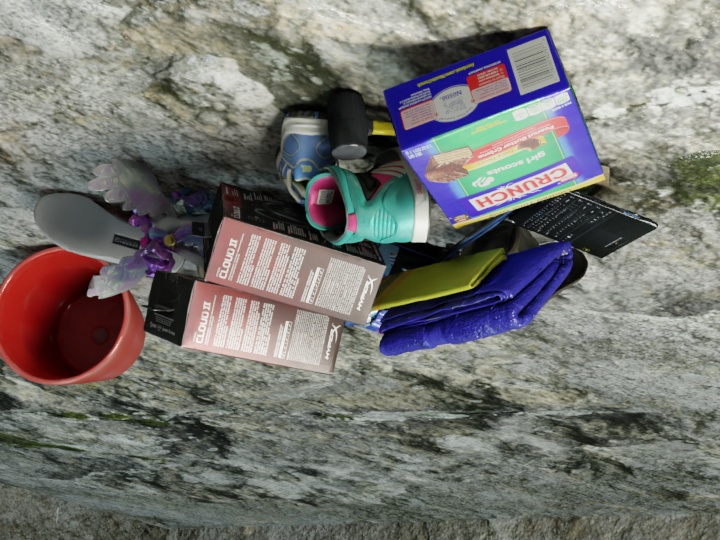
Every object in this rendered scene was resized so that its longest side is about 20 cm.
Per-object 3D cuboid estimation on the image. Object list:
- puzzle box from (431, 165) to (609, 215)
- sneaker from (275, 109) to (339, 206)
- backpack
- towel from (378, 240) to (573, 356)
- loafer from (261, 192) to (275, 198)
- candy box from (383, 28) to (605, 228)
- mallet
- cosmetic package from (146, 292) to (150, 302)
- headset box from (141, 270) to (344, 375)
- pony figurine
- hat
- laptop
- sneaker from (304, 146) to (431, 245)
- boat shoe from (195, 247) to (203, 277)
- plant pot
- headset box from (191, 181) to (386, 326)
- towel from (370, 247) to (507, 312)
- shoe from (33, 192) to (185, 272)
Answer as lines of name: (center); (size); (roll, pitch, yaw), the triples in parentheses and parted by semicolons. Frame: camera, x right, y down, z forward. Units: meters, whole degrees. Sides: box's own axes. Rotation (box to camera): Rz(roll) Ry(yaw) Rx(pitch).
puzzle box: (0.162, -0.102, 1.489); (0.199, 0.026, 0.133); (11, 160, -16)
sneaker: (-0.062, -0.105, 1.460); (0.075, 0.077, 0.200); (2, 162, 3)
backpack: (0.000, 0.000, 1.606); (0.199, 0.135, 0.183); (19, 180, -18)
towel: (0.120, 0.025, 1.421); (0.200, 0.148, 0.050); (-15, 113, 43)
loafer: (-0.115, -0.031, 1.677); (0.072, 0.063, 0.200); (29, 143, 22)
candy box: (0.135, -0.131, 1.289); (0.168, 0.077, 0.200); (-19, 156, 13)
mallet: (0.061, -0.135, 1.365); (0.199, 0.066, 0.041); (10, 158, -13)
cosmetic package: (-0.172, 0.066, 1.772); (0.199, 0.052, 0.151); (25, 177, -26)
headset box: (-0.139, 0.054, 1.445); (0.199, 0.075, 0.149); (13, 179, -26)
pony figurine: (-0.225, -0.043, 1.569); (0.199, 0.167, 0.193); (15, -168, 25)
hat: (0.173, -0.009, 1.609); (0.200, 0.201, 0.081); (-9, 113, 34)
laptop: (0.196, -0.025, 1.462); (0.199, 0.104, 0.177); (21, 167, -6)
sneaker: (0.000, -0.080, 1.387); (0.120, 0.084, 0.200); (0, -160, -8)
boat shoe: (-0.160, -0.010, 1.756); (0.071, 0.076, 0.200); (-6, 166, 16)
plant pot: (-0.403, 0.079, 1.900); (0.199, 0.201, 0.177); (2, 168, 9)
headset box: (-0.084, -0.023, 1.421); (0.199, 0.078, 0.149); (15, -165, -13)
towel: (0.062, 0.019, 1.434); (0.199, 0.086, 0.018); (-15, 109, 41)
shoe: (-0.325, -0.040, 1.704); (0.199, 0.072, 0.091); (19, 170, -11)
